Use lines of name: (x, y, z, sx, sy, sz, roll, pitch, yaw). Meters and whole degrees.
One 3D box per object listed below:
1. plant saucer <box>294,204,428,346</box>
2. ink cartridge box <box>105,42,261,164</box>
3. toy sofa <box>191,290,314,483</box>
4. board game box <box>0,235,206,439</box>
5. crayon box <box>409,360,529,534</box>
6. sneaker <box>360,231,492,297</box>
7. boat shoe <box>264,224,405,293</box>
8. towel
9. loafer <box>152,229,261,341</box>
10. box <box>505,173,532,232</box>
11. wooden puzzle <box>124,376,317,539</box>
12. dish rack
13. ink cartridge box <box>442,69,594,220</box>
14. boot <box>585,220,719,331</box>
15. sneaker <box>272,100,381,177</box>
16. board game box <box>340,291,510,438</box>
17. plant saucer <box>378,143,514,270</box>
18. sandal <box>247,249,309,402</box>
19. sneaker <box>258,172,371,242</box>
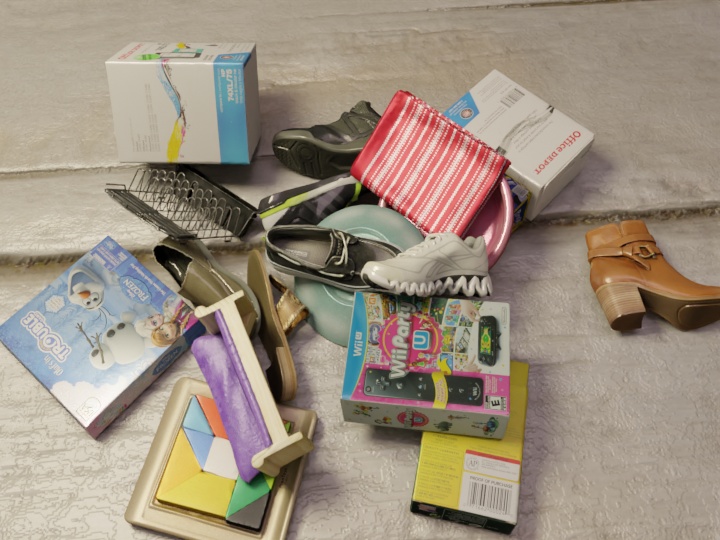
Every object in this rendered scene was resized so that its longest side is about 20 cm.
plant saucer: (0.000, 0.000, 1.011, 0.195, 0.039, 0.207, -3, 72, 9)
ink cartridge box: (-0.256, -0.252, 1.111, 0.194, 0.150, 0.148, 0, 27, -1)
toy sofa: (-0.137, 0.138, 0.873, 0.096, 0.083, 0.203, -25, 68, -4)
board game box: (-0.343, 0.080, 0.987, 0.198, 0.044, 0.199, 35, 65, 19)
crayon box: (0.138, 0.203, 0.913, 0.123, 0.051, 0.204, 11, 59, 7)
sneaker: (0.084, -0.009, 0.932, 0.196, 0.074, 0.084, 0, 96, -35)
boat shoe: (-0.033, -0.017, 0.962, 0.194, 0.071, 0.074, 4, 72, 6)
towel: (0.091, -0.143, 1.030, 0.199, 0.022, 0.146, 38, 98, 22)
loafer: (-0.211, 0.026, 0.992, 0.199, 0.076, 0.069, 42, 28, 23)
box: (0.157, -0.134, 1.116, 0.064, 0.071, 0.199, -40, 66, -22)
wooden puzzle: (-0.165, 0.232, 0.898, 0.194, 0.038, 0.189, 12, 58, 7)
dish rack: (-0.247, -0.093, 1.029, 0.151, 0.199, 0.056, 31, 105, 17)
ink cartridge box: (0.235, -0.195, 1.148, 0.199, 0.085, 0.144, 40, 65, 22)
boot: (0.417, 0.003, 1.042, 0.194, 0.078, 0.158, -7, 53, 3)
sneaker: (-0.036, -0.206, 1.160, 0.193, 0.077, 0.116, 1, 46, 6)
board game box: (0.081, 0.112, 0.904, 0.194, 0.065, 0.151, 3, 56, 7)
plant saucer: (0.121, -0.073, 1.047, 0.195, 0.051, 0.207, -4, 81, 23)
sandal: (-0.098, 0.071, 0.993, 0.068, 0.078, 0.216, -1, 57, -27)
sneaker: (-0.058, -0.087, 1.100, 0.195, 0.072, 0.085, -18, 93, -17)
